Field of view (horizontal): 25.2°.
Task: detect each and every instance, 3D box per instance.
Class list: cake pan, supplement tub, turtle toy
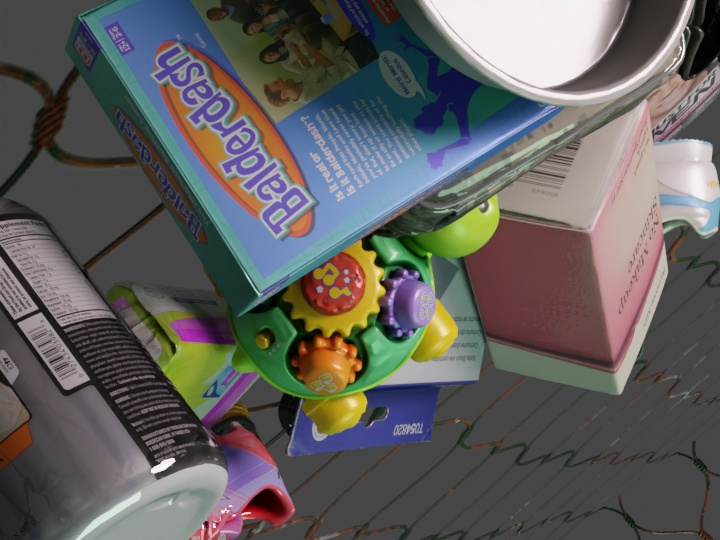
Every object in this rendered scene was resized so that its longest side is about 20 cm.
[{"bbox_3d":[0.078,-0.173,0.761,0.200,0.201,0.037,-28,-171,-34],"label":"cake pan"},{"bbox_3d":[-0.162,0.053,0.745,0.122,0.200,0.123,-35,160,-15],"label":"supplement tub"},{"bbox_3d":[0.000,0.000,1.007,0.200,0.146,0.101,-37,174,-7],"label":"turtle toy"}]

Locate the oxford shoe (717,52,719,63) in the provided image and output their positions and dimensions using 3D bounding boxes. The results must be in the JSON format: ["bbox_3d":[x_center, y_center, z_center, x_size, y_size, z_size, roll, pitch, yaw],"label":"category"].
[{"bbox_3d":[0.263,-0.216,1.008,0.071,0.071,0.201,106,-1,-72],"label":"oxford shoe"}]

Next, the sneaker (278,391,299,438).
[{"bbox_3d":[0.005,0.050,1.305,0.200,0.076,0.088,-52,177,32],"label":"sneaker"}]

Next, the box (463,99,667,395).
[{"bbox_3d":[0.150,-0.023,1.178,0.128,0.108,0.201,-63,151,-29],"label":"box"}]

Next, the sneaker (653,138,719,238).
[{"bbox_3d":[0.191,-0.049,1.306,0.199,0.081,0.076,-11,169,19],"label":"sneaker"}]

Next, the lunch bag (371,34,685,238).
[{"bbox_3d":[0.056,-0.109,0.911,0.199,0.140,0.168,-33,177,-14],"label":"lunch bag"}]

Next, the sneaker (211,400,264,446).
[{"bbox_3d":[-0.154,0.179,1.242,0.199,0.077,0.078,-33,162,-18],"label":"sneaker"}]

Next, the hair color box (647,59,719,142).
[{"bbox_3d":[0.223,-0.156,1.251,0.100,0.061,0.200,-44,161,10],"label":"hair color box"}]

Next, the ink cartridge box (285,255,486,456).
[{"bbox_3d":[0.033,0.036,1.156,0.199,0.040,0.202,2,100,-57],"label":"ink cartridge box"}]

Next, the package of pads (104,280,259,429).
[{"bbox_3d":[-0.163,0.096,1.049,0.200,0.068,0.154,-46,161,14],"label":"package of pads"}]

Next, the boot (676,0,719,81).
[{"bbox_3d":[0.169,-0.164,1.014,0.067,0.131,0.200,-31,160,-17],"label":"boot"}]

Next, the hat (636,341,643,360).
[{"bbox_3d":[0.196,-0.043,1.364,0.165,0.200,0.177,13,119,-24],"label":"hat"}]

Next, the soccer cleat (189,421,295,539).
[{"bbox_3d":[-0.120,0.155,1.040,0.200,0.077,0.067,-17,151,-55],"label":"soccer cleat"}]

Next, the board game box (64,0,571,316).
[{"bbox_3d":[-0.016,-0.094,0.771,0.199,0.153,0.045,-32,177,-24],"label":"board game box"}]
